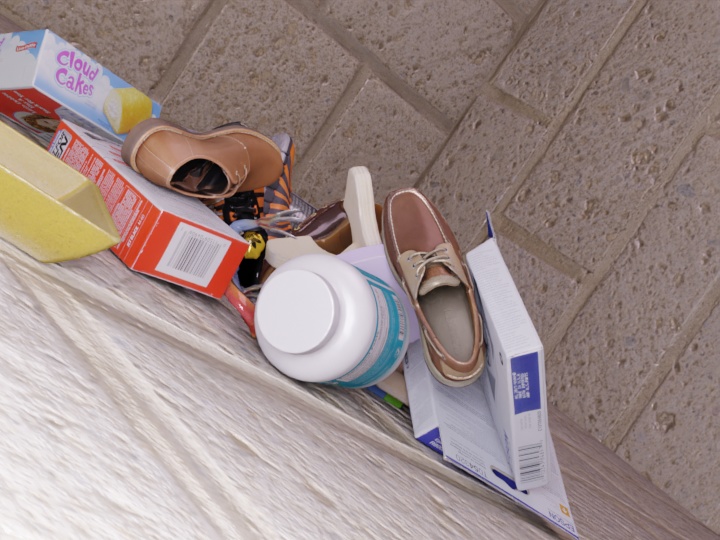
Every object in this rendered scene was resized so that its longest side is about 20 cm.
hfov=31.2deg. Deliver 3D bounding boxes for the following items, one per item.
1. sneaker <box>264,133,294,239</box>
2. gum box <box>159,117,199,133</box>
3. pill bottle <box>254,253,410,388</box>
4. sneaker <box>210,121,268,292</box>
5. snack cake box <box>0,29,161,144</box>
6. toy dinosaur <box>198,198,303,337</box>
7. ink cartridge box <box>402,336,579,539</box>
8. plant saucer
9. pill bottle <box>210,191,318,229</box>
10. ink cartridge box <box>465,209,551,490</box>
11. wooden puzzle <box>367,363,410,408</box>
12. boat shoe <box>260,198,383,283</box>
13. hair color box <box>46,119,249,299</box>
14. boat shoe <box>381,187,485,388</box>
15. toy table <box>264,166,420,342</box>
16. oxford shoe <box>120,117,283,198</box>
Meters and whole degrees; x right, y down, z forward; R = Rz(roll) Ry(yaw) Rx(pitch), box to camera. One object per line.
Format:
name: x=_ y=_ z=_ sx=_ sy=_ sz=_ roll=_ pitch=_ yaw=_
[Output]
sneaker: x=-0.104 y=-0.062 z=1.562 sx=0.077 sy=0.202 sz=0.112 roll=-11 pitch=-41 yaw=43
gum box: x=-0.275 y=-0.165 z=1.637 sx=0.197 sy=0.067 sz=0.114 roll=21 pitch=5 yaw=-4
pill bottle: x=-0.028 y=0.046 z=1.156 sx=0.110 sy=0.111 sz=0.200 roll=36 pitch=3 yaw=18
sneaker: x=-0.122 y=-0.061 z=1.353 sx=0.090 sy=0.069 sz=0.202 roll=56 pitch=-27 yaw=36
snack cake box: x=-0.331 y=-0.192 z=1.443 sx=0.114 sy=0.068 sz=0.200 roll=4 pitch=-15 yaw=31
toy dinosaur: x=-0.141 y=0.003 z=1.242 sx=0.182 sy=0.197 sz=0.106 roll=-93 pitch=171 yaw=-60
ink cartridge box: x=0.131 y=0.177 z=1.347 sx=0.195 sy=0.043 sz=0.201 roll=34 pitch=28 yaw=-26
plant saucer: x=-0.273 y=-0.077 z=0.917 sx=0.199 sy=0.049 sz=0.200 roll=34 pitch=4 yaw=-22
pill bottle: x=-0.108 y=-0.047 z=1.658 sx=0.199 sy=0.115 sz=0.114 roll=34 pitch=3 yaw=-19
ink cartridge box: x=0.140 y=0.078 z=1.280 sx=0.201 sy=0.040 sz=0.201 roll=-105 pitch=-177 yaw=-48
wooden puzzle: x=0.039 y=0.120 z=1.453 sx=0.184 sy=0.047 sz=0.200 roll=34 pitch=8 yaw=-31
boat shoe: x=-0.057 y=-0.022 z=1.497 sx=0.070 sy=0.199 sz=0.071 roll=19 pitch=-50 yaw=40
hair color box: x=-0.203 y=-0.057 z=1.183 sx=0.110 sy=0.064 sz=0.200 roll=22 pitch=14 yaw=-46
boat shoe: x=0.074 y=0.009 z=1.226 sx=0.072 sy=0.075 sz=0.202 roll=96 pitch=-27 yaw=-74
toy table: x=0.000 y=0.000 z=1.344 sx=0.197 sy=0.186 sz=0.118 roll=4 pitch=35 yaw=-28
oxford shoe: x=-0.131 y=-0.091 z=1.199 sx=0.071 sy=0.072 sz=0.199 roll=40 pitch=23 yaw=27
